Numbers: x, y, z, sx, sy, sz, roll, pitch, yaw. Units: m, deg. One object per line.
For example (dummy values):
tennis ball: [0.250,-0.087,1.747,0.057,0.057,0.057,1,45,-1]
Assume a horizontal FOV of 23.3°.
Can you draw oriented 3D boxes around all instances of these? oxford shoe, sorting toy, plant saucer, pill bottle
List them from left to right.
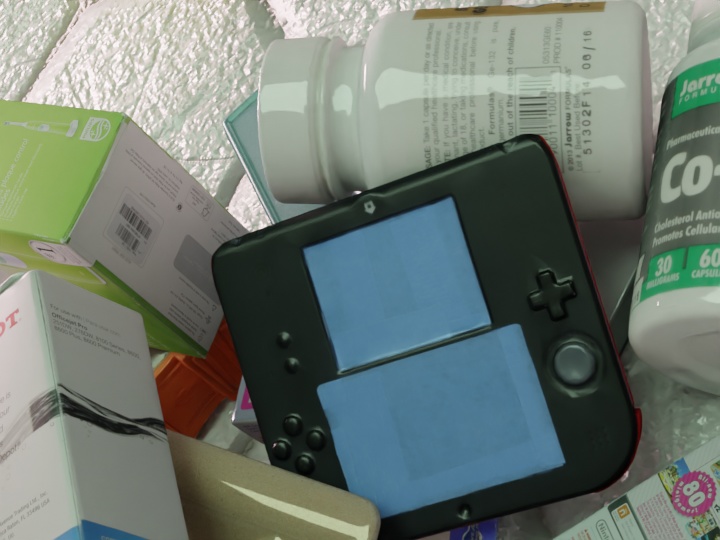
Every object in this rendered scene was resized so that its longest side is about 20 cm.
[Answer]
oxford shoe: [-0.134,0.076,1.081,0.200,0.071,0.073,-38,38,0]
sorting toy: [-0.082,0.194,0.929,0.185,0.036,0.201,15,99,27]
plant saucer: [-0.029,-0.049,1.020,0.070,0.019,0.200,-41,45,12]
pill bottle: [0.052,-0.082,0.926,0.199,0.114,0.115,-1,61,12]
pill bottle: [0.202,-0.046,0.871,0.113,0.113,0.201,-5,61,34]

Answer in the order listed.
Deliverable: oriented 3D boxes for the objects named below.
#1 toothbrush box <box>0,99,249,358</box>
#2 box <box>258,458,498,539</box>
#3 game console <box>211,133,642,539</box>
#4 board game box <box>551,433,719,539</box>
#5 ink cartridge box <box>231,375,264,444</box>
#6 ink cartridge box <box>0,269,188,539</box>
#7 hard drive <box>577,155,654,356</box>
toothbrush box: [-0.186,-0.029,1.033,0.199,0.146,0.086,11,68,35]
box: [-0.008,0.159,0.953,0.199,0.041,0.120,-9,59,29]
game console: [0.031,0.043,0.884,0.199,0.031,0.178,-19,92,23]
board game box: [0.178,0.157,0.801,0.200,0.064,0.148,-35,49,16]
ink cartridge box: [0.000,0.000,1.005,0.119,0.042,0.201,-8,56,36]
ink cartridge box: [-0.169,0.123,0.886,0.144,0.084,0.201,-36,50,25]
hard drive: [0.083,-0.021,1.002,0.200,0.026,0.132,19,76,41]
